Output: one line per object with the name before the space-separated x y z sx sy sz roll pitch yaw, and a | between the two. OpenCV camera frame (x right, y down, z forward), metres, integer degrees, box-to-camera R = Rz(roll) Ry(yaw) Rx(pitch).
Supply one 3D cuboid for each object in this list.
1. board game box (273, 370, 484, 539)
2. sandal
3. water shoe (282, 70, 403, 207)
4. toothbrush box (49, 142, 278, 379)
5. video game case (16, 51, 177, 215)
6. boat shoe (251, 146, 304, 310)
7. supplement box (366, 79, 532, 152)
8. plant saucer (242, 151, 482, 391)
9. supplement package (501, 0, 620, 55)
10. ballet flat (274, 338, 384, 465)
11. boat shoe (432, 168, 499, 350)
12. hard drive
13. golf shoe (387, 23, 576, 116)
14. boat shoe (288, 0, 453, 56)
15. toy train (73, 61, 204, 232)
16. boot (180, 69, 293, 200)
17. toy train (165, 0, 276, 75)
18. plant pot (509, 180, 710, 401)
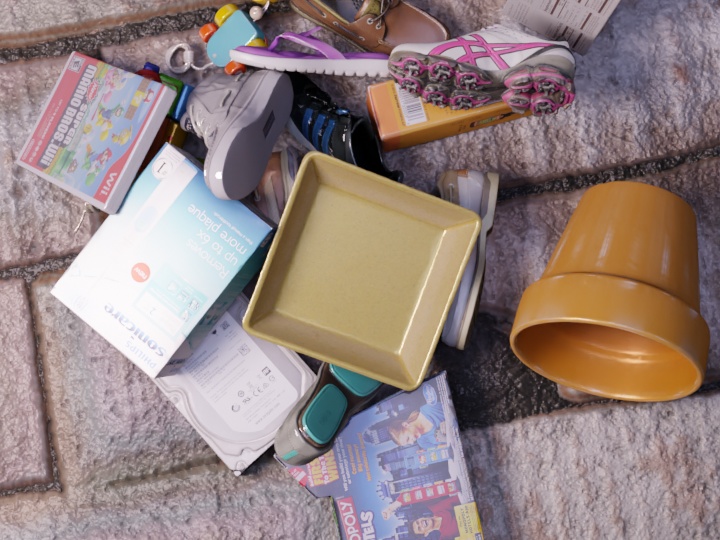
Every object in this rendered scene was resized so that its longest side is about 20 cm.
board game box | 0.016 0.226 1.378 0.199 0.062 0.200 -12 84 -1
sandal | -0.046 -0.239 1.395 0.202 0.082 0.050 0 102 -26
water shoe | -0.020 -0.153 1.401 0.071 0.079 0.200 -22 74 -47
toothbrush box | -0.199 -0.009 1.343 0.146 0.085 0.200 40 94 7
video game case | -0.285 -0.151 1.371 0.200 0.017 0.143 25 87 45
boat shoe | -0.090 -0.033 1.407 0.072 0.076 0.200 -5 80 9
supplement box | 0.110 -0.191 1.429 0.200 0.067 0.069 -13 80 -3
plant saucer | 0.000 0.000 1.345 0.200 0.048 0.200 20 93 -10
supplement package | 0.245 -0.349 1.382 0.111 0.200 0.156 28 83 2
ballet flat | -0.032 0.133 1.348 0.067 0.200 0.064 47 128 -4
boat shoe | 0.105 -0.014 1.408 0.068 0.075 0.200 9 76 6
hard drive | -0.147 0.105 1.403 0.140 0.038 0.200 -41 85 -6
golf shoe | 0.129 -0.220 1.372 0.200 0.073 0.092 7 57 -2
boat shoe | 0.009 -0.283 1.436 0.200 0.068 0.072 19 83 1
toy train | -0.224 -0.115 1.412 0.116 0.085 0.200 21 83 -12
boot | -0.143 -0.141 1.332 0.095 0.200 0.074 3 127 18
toy train | -0.147 -0.312 1.449 0.150 0.056 0.200 12 93 27
plant pot | 0.274 0.015 1.355 0.200 0.200 0.184 16 67 1
